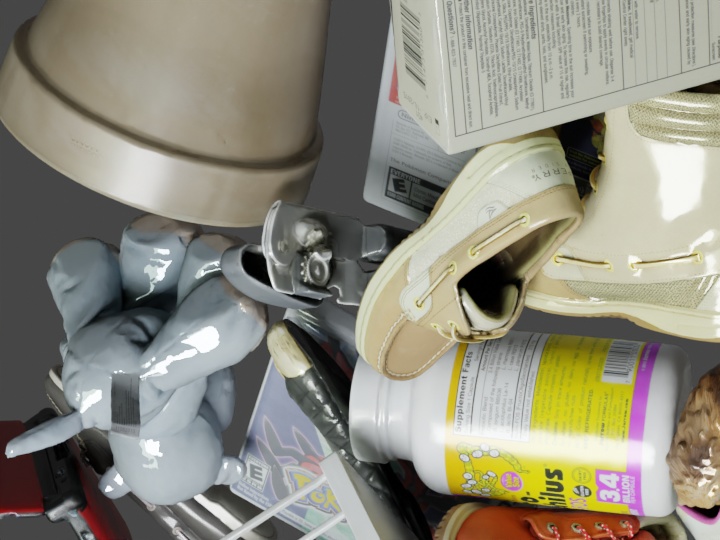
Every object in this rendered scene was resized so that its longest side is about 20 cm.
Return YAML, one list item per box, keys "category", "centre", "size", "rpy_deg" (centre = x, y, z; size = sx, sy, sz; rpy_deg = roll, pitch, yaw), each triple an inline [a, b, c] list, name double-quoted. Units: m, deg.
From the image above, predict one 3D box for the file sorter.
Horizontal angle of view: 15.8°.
- category: "file sorter"
  centre: [-0.001, 0.233, 1.577]
  size: [0.124, 0.139, 0.200]
  rpy_deg: [-32, 144, 4]

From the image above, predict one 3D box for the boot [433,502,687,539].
- category: "boot"
  centre: [0.121, 0.172, 1.568]
  size: [0.107, 0.199, 0.076]
  rpy_deg: [-7, 88, 33]

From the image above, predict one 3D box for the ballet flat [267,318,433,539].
- category: "ballet flat"
  centre: [-0.013, 0.119, 1.656]
  size: [0.056, 0.067, 0.201]
  rpy_deg: [-24, 112, 9]

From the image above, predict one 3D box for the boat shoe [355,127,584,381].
- category: "boat shoe"
  centre: [0.060, 0.006, 1.470]
  size: [0.067, 0.074, 0.200]
  rpy_deg: [61, 139, 28]

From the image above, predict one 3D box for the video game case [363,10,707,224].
- category: "video game case"
  centre: [0.103, -0.083, 1.534]
  size: [0.199, 0.023, 0.183]
  rpy_deg: [23, 130, 17]

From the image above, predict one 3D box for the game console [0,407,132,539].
- category: "game console"
  centre: [-0.236, 0.175, 1.777]
  size: [0.118, 0.200, 0.173]
  rpy_deg: [-30, 108, -3]

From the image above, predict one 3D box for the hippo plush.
- category: "hippo plush"
  centre: [-0.116, 0.077, 1.685]
  size: [0.158, 0.201, 0.161]
  rpy_deg: [-10, 135, 15]

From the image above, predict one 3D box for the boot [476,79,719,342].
- category: "boot"
  centre: [0.142, -0.051, 1.470]
  size: [0.199, 0.073, 0.157]
  rpy_deg: [13, 121, 38]

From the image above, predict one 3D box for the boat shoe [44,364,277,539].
- category: "boat shoe"
  centre: [-0.149, 0.147, 1.802]
  size: [0.200, 0.067, 0.057]
  rpy_deg: [39, 102, 0]

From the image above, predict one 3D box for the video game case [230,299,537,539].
- category: "video game case"
  centre: [0.020, 0.127, 1.715]
  size: [0.199, 0.023, 0.183]
  rpy_deg: [29, 131, 11]

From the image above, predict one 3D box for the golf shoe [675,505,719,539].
- category: "golf shoe"
  centre: [0.264, 0.126, 1.548]
  size: [0.092, 0.075, 0.200]
  rpy_deg: [44, 131, 1]

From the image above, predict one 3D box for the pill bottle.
- category: "pill bottle"
  centre: [0.098, 0.089, 1.576]
  size: [0.198, 0.104, 0.105]
  rpy_deg: [5, 124, 15]

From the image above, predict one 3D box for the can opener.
- category: "can opener"
  centre: [0.000, 0.000, 1.548]
  size: [0.067, 0.199, 0.054]
  rpy_deg: [-10, 76, 39]

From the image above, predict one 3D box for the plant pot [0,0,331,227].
- category: "plant pot"
  centre: [-0.097, -0.149, 1.512]
  size: [0.199, 0.200, 0.174]
  rpy_deg: [27, 115, 12]

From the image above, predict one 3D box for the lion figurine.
- category: "lion figurine"
  centre: [0.252, 0.053, 1.469]
  size: [0.072, 0.123, 0.200]
  rpy_deg: [41, 131, 0]

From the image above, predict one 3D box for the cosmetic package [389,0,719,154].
- category: "cosmetic package"
  centre: [0.119, -0.143, 1.369]
  size: [0.071, 0.199, 0.106]
  rpy_deg: [-130, 30, -55]
